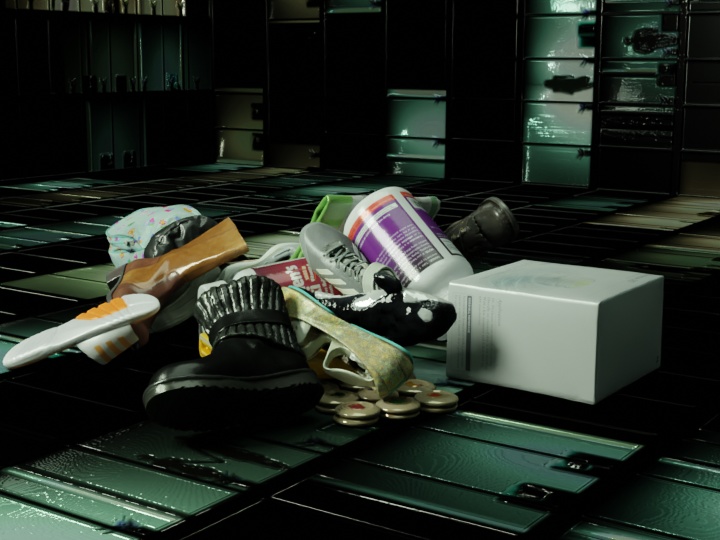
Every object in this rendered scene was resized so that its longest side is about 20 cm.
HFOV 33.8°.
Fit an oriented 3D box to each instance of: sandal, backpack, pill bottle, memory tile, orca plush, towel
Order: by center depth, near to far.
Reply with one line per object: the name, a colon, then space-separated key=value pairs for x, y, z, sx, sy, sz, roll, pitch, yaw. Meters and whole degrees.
memory tile: x=0.007 y=0.135 z=1.343 sx=0.152 sy=0.017 sz=0.199 roll=-5 pitch=11 yaw=-27
orca plush: x=0.008 y=0.058 z=1.371 sx=0.198 sy=0.106 sz=0.071 roll=16 pitch=47 yaw=15
sandal: x=-0.340 y=0.090 z=1.480 sx=0.205 sy=0.060 sz=0.079 roll=-22 pitch=21 yaw=-2
pill bottle: x=0.070 y=-0.007 z=1.531 sx=0.112 sy=0.113 sz=0.201 roll=-8 pitch=48 yaw=-39
pill bottle: x=-0.105 y=0.045 z=1.549 sx=0.198 sy=0.111 sz=0.109 roll=-12 pitch=14 yaw=-20
towel: x=0.003 y=-0.049 z=1.635 sx=0.198 sy=0.150 sz=0.031 roll=0 pitch=43 yaw=-38
backpack: x=-0.325 y=-0.036 z=1.942 sx=0.166 sy=0.128 sz=0.199 roll=-25 pitch=16 yaw=-37

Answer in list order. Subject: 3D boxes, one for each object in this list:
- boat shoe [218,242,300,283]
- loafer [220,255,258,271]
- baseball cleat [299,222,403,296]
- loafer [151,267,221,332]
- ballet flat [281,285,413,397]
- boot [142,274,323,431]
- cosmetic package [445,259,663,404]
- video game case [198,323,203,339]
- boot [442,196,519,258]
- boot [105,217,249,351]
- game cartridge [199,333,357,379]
boat shoe: x=-0.125 y=0.008 z=1.764 sx=0.064 sy=0.075 sz=0.201 roll=13 pitch=18 yaw=35
loafer: x=-0.191 y=-0.004 z=1.974 sx=0.071 sy=0.064 sz=0.199 roll=-8 pitch=13 yaw=-43
baseball cleat: x=0.000 y=0.000 z=1.473 sx=0.069 sy=0.200 sz=0.107 roll=-33 pitch=-17 yaw=-27
loafer: x=-0.258 y=0.027 z=1.697 sx=0.069 sy=0.070 sz=0.200 roll=-24 pitch=14 yaw=19
ballet flat: x=-0.032 y=0.080 z=1.317 sx=0.199 sy=0.071 sz=0.070 roll=28 pitch=24 yaw=30
boot: x=-0.150 y=0.082 z=1.247 sx=0.209 sy=0.080 sz=0.159 roll=2 pitch=48 yaw=-39
cosmetic package: x=0.237 y=0.066 z=1.433 sx=0.198 sy=0.125 sz=0.199 roll=9 pitch=13 yaw=34
video game case: x=-0.142 y=0.066 z=1.700 sx=0.178 sy=0.026 sz=0.200 roll=-1 pitch=9 yaw=-8
boot: x=0.116 y=-0.015 z=1.637 sx=0.174 sy=0.070 sz=0.200 roll=-36 pitch=1 yaw=-27
boot: x=-0.238 y=0.017 z=1.599 sx=0.198 sy=0.069 sz=0.188 roll=-24 pitch=24 yaw=-3
game cartridge: x=-0.075 y=0.100 z=1.418 sx=0.198 sy=0.033 sz=0.176 roll=-2 pitch=10 yaw=-23
